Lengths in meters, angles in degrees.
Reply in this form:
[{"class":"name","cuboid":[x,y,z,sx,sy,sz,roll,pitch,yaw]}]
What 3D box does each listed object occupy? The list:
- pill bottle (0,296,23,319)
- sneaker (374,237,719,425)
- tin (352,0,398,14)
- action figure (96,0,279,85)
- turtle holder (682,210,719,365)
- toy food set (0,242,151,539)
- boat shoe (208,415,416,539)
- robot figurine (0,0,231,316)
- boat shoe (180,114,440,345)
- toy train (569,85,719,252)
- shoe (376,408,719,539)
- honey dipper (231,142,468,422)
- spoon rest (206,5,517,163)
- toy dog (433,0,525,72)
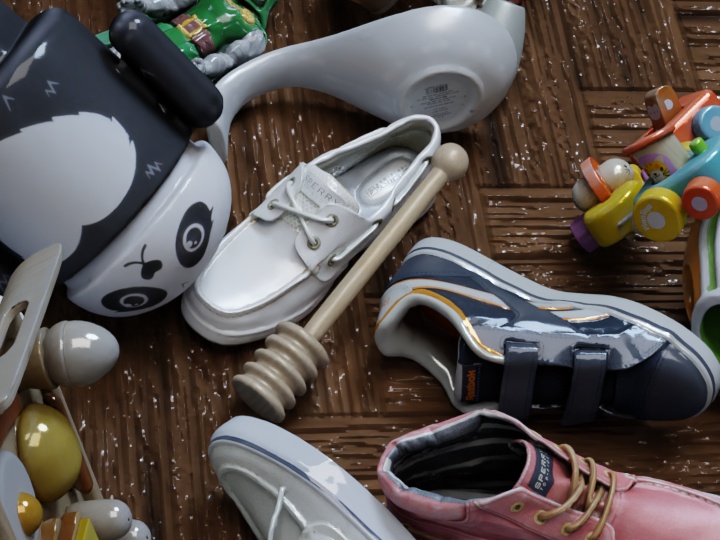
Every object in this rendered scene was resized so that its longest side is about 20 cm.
[{"class":"pill bottle","cuboid":[-0.211,0.111,1.023,0.110,0.112,0.201,2,52,-9]},{"class":"sneaker","cuboid":[0.101,0.052,1.149,0.198,0.079,0.080,19,46,19]},{"class":"tin","cuboid":[0.040,-0.258,1.268,0.042,0.201,0.112,25,13,-14]},{"class":"action figure","cuboid":[-0.124,-0.133,1.264,0.118,0.055,0.200,43,57,15]},{"class":"turtle holder","cuboid":[0.271,0.018,1.171,0.185,0.141,0.132,41,54,5]},{"class":"toy food set","cuboid":[-0.132,0.107,0.970,0.060,0.202,0.144,-12,28,9]},{"class":"boat shoe","cuboid":[-0.018,0.166,1.049,0.202,0.075,0.086,42,60,9]},{"class":"robot figurine","cuboid":[-0.164,-0.063,1.128,0.200,0.150,0.125,43,56,-15]},{"class":"boat shoe","cuboid":[-0.027,-0.033,1.194,0.071,0.070,0.200,39,57,17]},{"class":"toy train","cuboid":[0.188,-0.078,1.211,0.150,0.200,0.056,-42,99,-9]},{"class":"shoe","cuboid":[0.107,0.125,1.048,0.198,0.091,0.072,1,54,14]},{"class":"honey dipper","cuboid":[0.000,0.000,1.162,0.038,0.038,0.200,33,70,15]},{"class":"spoon rest","cuboid":[0.000,-0.117,1.256,0.198,0.100,0.061,-11,49,-4]},{"class":"toy dog","cuboid":[0.079,-0.227,1.321,0.096,0.132,0.201,14,69,40]}]
